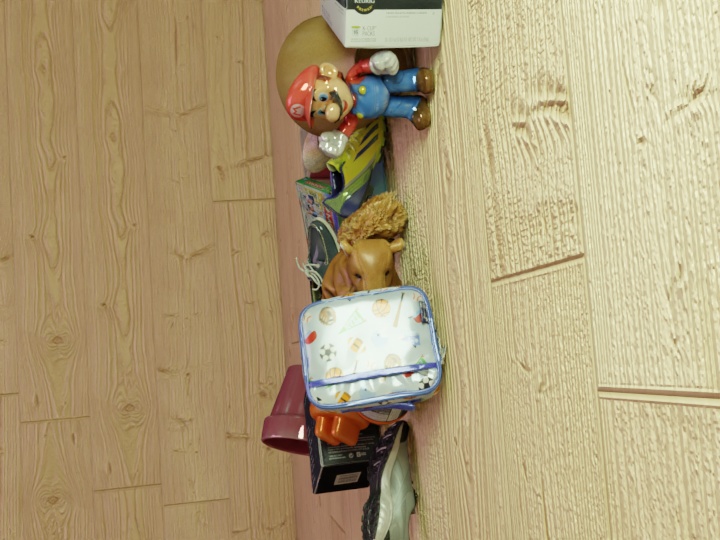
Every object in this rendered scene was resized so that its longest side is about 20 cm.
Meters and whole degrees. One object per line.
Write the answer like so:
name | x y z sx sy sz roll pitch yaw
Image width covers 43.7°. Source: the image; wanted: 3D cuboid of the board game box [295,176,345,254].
board game box | -0.055 -0.054 1.591 0.134 0.029 0.204 26 132 53

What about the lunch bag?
lunch bag | 0.018 0.112 1.211 0.076 0.195 0.164 74 -172 -71

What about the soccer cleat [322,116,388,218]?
soccer cleat | -0.010 -0.182 1.453 0.065 0.082 0.204 137 149 -67

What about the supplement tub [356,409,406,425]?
supplement tub | 0.036 0.165 1.341 0.201 0.104 0.109 103 161 -66

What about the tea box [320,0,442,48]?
tea box | 0.025 -0.411 1.161 0.201 0.130 0.201 -113 22 -61

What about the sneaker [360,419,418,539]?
sneaker | 0.054 0.335 1.406 0.074 0.078 0.204 -40 35 56

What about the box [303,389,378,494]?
box | -0.040 0.310 1.763 0.201 0.121 0.201 105 158 -61

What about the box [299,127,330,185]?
box | -0.048 -0.257 1.674 0.201 0.106 0.131 111 153 -66

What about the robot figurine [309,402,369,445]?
robot figurine | -0.029 0.210 1.625 0.144 0.114 0.204 130 154 -64

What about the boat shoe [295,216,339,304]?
boat shoe | -0.069 0.008 1.565 0.074 0.061 0.204 32 137 48

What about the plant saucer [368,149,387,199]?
plant saucer | 0.010 -0.155 1.497 0.019 0.068 0.204 58 -159 -56

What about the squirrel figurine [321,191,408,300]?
squirrel figurine | 0.007 -0.020 1.337 0.187 0.138 0.205 94 177 -70

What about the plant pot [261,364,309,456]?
plant pot | -0.123 0.326 2.099 0.201 0.195 0.183 114 166 -68

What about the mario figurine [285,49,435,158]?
mario figurine | 0.000 -0.215 1.173 0.106 0.195 0.127 -173 80 -80

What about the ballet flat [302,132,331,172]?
ballet flat | -0.032 -0.253 1.501 0.203 0.067 0.067 -61 23 -2

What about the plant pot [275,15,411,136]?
plant pot | -0.010 -0.298 1.334 0.199 0.182 0.191 -168 75 -66
